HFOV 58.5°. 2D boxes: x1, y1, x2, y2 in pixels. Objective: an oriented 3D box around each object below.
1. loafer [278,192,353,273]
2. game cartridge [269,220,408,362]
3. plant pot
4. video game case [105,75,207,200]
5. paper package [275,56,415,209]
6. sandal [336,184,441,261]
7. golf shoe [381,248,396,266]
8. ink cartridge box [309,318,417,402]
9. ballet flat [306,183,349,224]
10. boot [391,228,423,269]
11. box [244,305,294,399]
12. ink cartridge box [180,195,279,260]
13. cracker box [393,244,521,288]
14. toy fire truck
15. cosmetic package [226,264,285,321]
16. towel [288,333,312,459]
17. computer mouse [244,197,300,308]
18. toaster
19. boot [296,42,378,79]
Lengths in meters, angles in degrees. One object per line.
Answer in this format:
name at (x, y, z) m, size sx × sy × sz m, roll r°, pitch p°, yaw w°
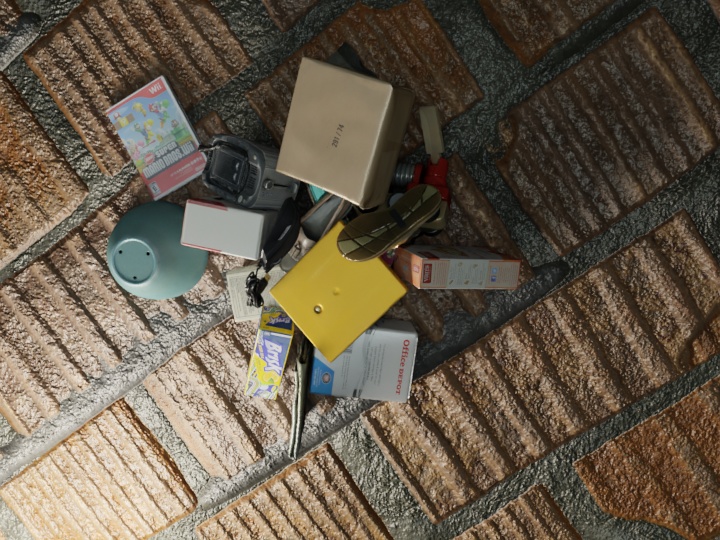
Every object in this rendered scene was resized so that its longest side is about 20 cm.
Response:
loafer at (-0.089, -0.077, 1.186) m, size 0.072 × 0.063 × 0.201 m, roll 40°, pitch 96°, yaw 4°
game cartridge at (-0.040, 0.036, 1.159) m, size 0.200 × 0.032 × 0.177 m, roll -42°, pitch 86°, yaw 13°
plant pot at (-0.418, -0.031, 1.270) m, size 0.196 × 0.135 × 0.204 m, roll 1°, pitch 101°, yaw 6°
video game case at (-0.400, -0.262, 1.283) m, size 0.141 × 0.017 × 0.202 m, roll -26°, pitch 97°, yaw 11°
paper package at (-0.028, -0.233, 1.085) m, size 0.189 × 0.103 × 0.203 m, roll 24°, pitch 108°, yaw 22°
sandal at (0.053, -0.074, 1.102) m, size 0.198 × 0.054 × 0.081 m, roll -32°, pitch 64°, yaw 2°
golf shoe at (0.000, 0.000, 1.210) m, size 0.075 × 0.091 × 0.202 m, roll 20°, pitch 100°, yaw -33°
ink cartridge box at (0.003, 0.171, 1.276) m, size 0.196 × 0.086 × 0.149 m, roll 7°, pitch 101°, yaw -7°
ballet flat at (-0.053, -0.099, 1.253) m, size 0.067 × 0.067 × 0.203 m, roll -13°, pitch 100°, yaw 2°
boot at (0.063, -0.054, 1.255) m, size 0.075 × 0.074 × 0.201 m, roll 36°, pitch 95°, yaw 11°
box at (-0.180, 0.166, 1.271) m, size 0.069 × 0.065 × 0.202 m, roll 11°, pitch 129°, yaw -9°
ink cartridge box at (-0.230, -0.085, 1.208) m, size 0.142 × 0.200 × 0.085 m, roll 12°, pitch 99°, yaw 3°
cracker box at (0.174, -0.008, 1.179) m, size 0.197 × 0.134 × 0.059 m, roll 0°, pitch 103°, yaw -18°
toy fire truck at (0.085, -0.186, 1.179) m, size 0.173 × 0.129 × 0.203 m, roll 10°, pitch 75°, yaw 17°
cosmetic package at (-0.154, 0.033, 1.278) m, size 0.196 × 0.087 × 0.105 m, roll -7°, pitch 98°, yaw 8°
towel at (-0.121, 0.236, 1.262) m, size 0.034 × 0.193 × 0.204 m, roll 6°, pitch 102°, yaw -1°
computer mouse at (-0.149, -0.023, 1.153) m, size 0.045 × 0.141 × 0.202 m, roll 21°, pitch 63°, yaw 1°
toaster at (-0.202, -0.182, 1.196) m, size 0.199 × 0.128 × 0.115 m, roll 26°, pitch 105°, yaw 38°
boot at (-0.028, -0.314, 1.172) m, size 0.130 × 0.068 × 0.201 m, roll -38°, pitch 59°, yaw 4°
